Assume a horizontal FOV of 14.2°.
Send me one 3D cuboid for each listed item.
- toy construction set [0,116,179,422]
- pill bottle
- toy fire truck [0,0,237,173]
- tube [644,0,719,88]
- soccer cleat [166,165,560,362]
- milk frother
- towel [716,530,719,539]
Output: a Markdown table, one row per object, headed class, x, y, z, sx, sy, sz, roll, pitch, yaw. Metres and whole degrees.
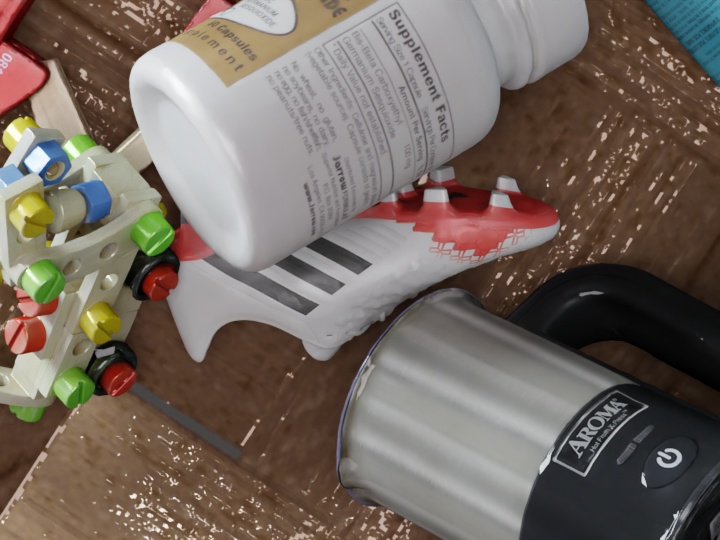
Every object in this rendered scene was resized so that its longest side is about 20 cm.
| class | x | y | z | sx | sy | sz | roll | pitch | yaw |
| --- | --- | --- | --- | --- | --- | --- | --- | --- | --- |
| toy construction set | -0.159 | 0.013 | 1.376 | 0.200 | 0.131 | 0.092 | -48 | 66 | 39 |
| pill bottle | 0.002 | -0.094 | 1.355 | 0.200 | 0.114 | 0.115 | -31 | 94 | -18 |
| toy fire truck | -0.156 | -0.075 | 1.416 | 0.141 | 0.049 | 0.200 | 33 | 96 | -3 |
| tube | 0.153 | -0.148 | 1.392 | 0.050 | 0.077 | 0.200 | -40 | 90 | -21 |
| soccer cleat | 0.000 | 0.000 | 1.413 | 0.199 | 0.069 | 0.086 | -6 | 103 | 6 |
| milk frother | 0.114 | 0.119 | 1.391 | 0.188 | 0.180 | 0.201 | 27 | 130 | 33 |
| towel | 0.246 | 0.108 | 1.319 | 0.200 | 0.023 | 0.153 | 22 | 83 | -36 |
